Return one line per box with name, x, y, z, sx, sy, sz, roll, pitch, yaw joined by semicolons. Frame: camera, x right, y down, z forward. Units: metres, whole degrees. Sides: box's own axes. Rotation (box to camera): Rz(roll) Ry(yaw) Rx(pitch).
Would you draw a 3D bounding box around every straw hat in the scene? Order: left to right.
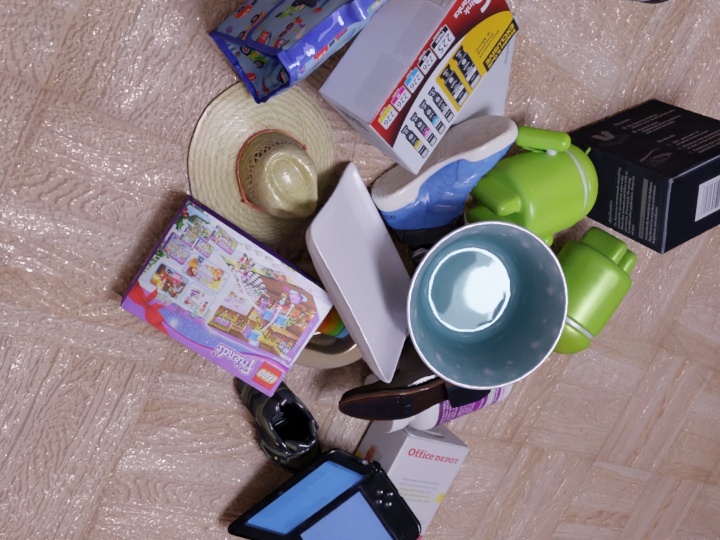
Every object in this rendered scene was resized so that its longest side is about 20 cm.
straw hat;-0.088;-0.102;0.938;0.199;0.085;0.204;-18;123;-29

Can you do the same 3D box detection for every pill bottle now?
pill bottle;0.109;0.158;1.210;0.197;0.112;0.114;-16;123;-27

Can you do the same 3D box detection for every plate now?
plate;0.000;0.000;0.991;0.032;0.201;0.202;-18;112;22

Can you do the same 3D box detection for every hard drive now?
hard drive;0.102;-0.243;1.044;0.197;0.027;0.134;-13;121;-32

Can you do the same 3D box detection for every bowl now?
bowl;0.145;0.033;1.057;0.197;0.105;0.205;-1;101;-6

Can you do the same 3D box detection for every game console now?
game console;-0.046;0.353;1.162;0.199;0.177;0.116;-38;174;14

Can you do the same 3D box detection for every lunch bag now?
lunch bag;-0.039;-0.236;0.813;0.150;0.200;0.095;-42;115;-10

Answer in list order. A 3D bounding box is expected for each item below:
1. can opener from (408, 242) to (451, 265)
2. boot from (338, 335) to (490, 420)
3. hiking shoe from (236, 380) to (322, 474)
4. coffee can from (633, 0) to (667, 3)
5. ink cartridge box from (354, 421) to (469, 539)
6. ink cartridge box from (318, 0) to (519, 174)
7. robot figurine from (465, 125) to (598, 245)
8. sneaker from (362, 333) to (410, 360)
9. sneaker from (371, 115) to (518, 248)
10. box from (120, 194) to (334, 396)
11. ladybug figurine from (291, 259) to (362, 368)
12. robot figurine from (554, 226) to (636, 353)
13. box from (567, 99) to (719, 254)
can opener;0.160;-0.021;1.138;0.196;0.068;0.053;5;157;-10
boot;0.064;0.133;1.121;0.196;0.098;0.075;-8;144;-1
hiking shoe;-0.091;0.213;1.100;0.075;0.100;0.201;-37;131;-13
coffee can;0.296;-0.400;1.021;0.197;0.146;0.149;-8;119;-33
ink cartridge box;0.053;0.318;1.278;0.144;0.083;0.202;20;102;-41
ink cartridge box;0.076;-0.220;0.933;0.201;0.084;0.175;-54;150;2
robot figurine;0.238;-0.104;1.161;0.198;0.116;0.178;-21;130;-26
sneaker;0.089;0.076;1.179;0.200;0.070;0.100;-43;127;-15
sneaker;0.119;-0.105;1.082;0.198;0.077;0.112;-32;127;-1
box;-0.143;0.030;0.945;0.199;0.039;0.138;34;96;-18
ladybug figurine;-0.050;0.049;1.060;0.199;0.072;0.137;25;98;-42
robot figurine;0.329;0.038;1.298;0.175;0.115;0.202;30;95;-48
box;0.425;-0.141;1.224;0.194;0.200;0.119;-23;126;-24
